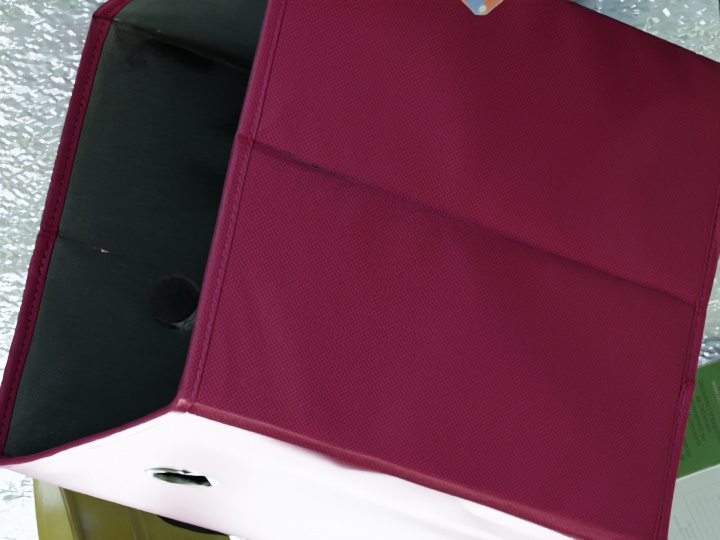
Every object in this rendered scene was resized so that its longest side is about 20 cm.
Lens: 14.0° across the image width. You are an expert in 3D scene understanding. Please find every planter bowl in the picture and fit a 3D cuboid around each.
[{"bbox_3d":[-0.099,0.172,1.417,0.083,0.201,0.201,-11,147,-13],"label":"planter bowl"}]

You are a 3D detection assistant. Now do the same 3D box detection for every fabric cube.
[{"bbox_3d":[0.000,0.000,1.104,0.199,0.200,0.196,20,163,-24],"label":"fabric cube"}]

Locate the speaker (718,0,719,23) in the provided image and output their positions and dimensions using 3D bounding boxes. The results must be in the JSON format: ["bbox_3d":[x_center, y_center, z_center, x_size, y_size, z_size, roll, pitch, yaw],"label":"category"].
[{"bbox_3d":[0.170,-0.088,1.016,0.088,0.200,0.089,1,145,1],"label":"speaker"}]

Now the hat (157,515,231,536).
[{"bbox_3d":[-0.027,0.053,1.319,0.200,0.081,0.201,4,151,2],"label":"hat"}]

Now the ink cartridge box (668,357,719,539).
[{"bbox_3d":[0.196,0.086,1.369,0.200,0.059,0.104,-21,141,8],"label":"ink cartridge box"}]

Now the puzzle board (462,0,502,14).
[{"bbox_3d":[0.077,-0.181,0.926,0.200,0.017,0.151,-39,136,11],"label":"puzzle board"}]
